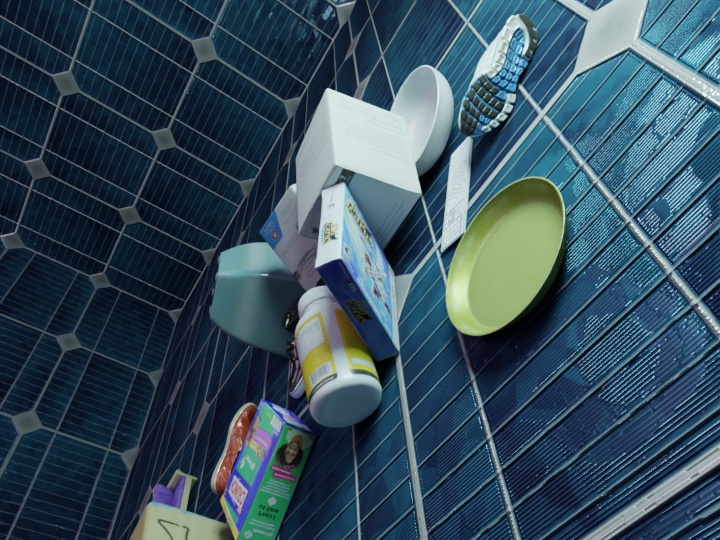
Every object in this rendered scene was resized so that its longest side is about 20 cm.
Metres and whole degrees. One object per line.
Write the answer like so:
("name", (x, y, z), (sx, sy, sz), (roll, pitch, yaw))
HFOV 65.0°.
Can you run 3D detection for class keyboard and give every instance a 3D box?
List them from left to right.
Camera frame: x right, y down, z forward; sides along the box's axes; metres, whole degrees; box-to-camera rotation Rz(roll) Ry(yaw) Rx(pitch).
("keyboard", (0.150, -0.123, 0.885), (0.056, 0.010, 0.205), (-38, 33, 50))

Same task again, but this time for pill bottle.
("pill bottle", (-0.042, 0.125, 0.870), (0.113, 0.110, 0.203), (-51, 38, 29))

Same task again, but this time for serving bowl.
("serving bowl", (0.112, -0.259, 1.029), (0.200, 0.064, 0.207), (-41, 43, 54))

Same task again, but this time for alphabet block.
("alphabet block", (-0.343, 0.584, 1.022), (0.201, 0.191, 0.200), (-63, 20, 5))

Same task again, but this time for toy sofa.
("toy sofa", (-0.492, 0.624, 1.460), (0.084, 0.096, 0.202), (-54, 22, 22))

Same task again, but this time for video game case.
("video game case", (0.000, 0.000, 0.858), (0.044, 0.202, 0.184), (-20, 38, 15))

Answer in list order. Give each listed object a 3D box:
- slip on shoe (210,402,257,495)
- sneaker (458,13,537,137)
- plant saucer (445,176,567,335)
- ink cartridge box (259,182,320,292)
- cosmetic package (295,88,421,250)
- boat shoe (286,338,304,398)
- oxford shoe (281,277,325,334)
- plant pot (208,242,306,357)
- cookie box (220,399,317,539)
("slip on shoe", (-0.260, 0.387, 1.232), (0.059, 0.075, 0.204), (-5, 48, 25))
("sneaker", (0.204, -0.291, 0.882), (0.204, 0.074, 0.086), (-60, 13, -9))
("plant saucer", (0.175, -0.013, 0.674), (0.201, 0.030, 0.203), (-51, 24, 32))
("ink cartridge box", (-0.081, -0.052, 1.088), (0.145, 0.201, 0.083), (-44, -6, 39))
("cosmetic package", (-0.012, -0.168, 0.986), (0.166, 0.160, 0.205), (-54, 32, 43))
("boat shoe", (-0.119, 0.150, 1.143), (0.069, 0.065, 0.206), (-23, 45, 59))
("oxford shoe", (-0.052, 0.059, 1.031), (0.199, 0.084, 0.074), (-38, 26, 30))
("plant pot", (-0.241, 0.051, 1.301), (0.198, 0.193, 0.201), (-111, 34, -63))
("cookie box", (-0.170, 0.359, 1.018), (0.170, 0.074, 0.206), (2, 69, 67))
